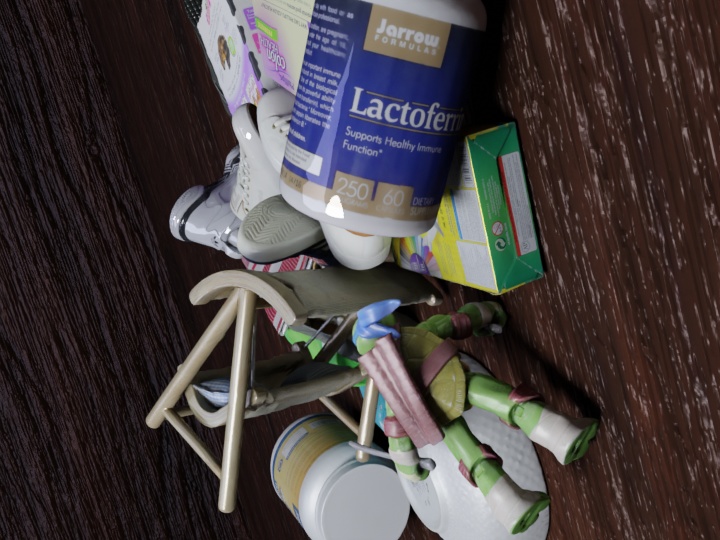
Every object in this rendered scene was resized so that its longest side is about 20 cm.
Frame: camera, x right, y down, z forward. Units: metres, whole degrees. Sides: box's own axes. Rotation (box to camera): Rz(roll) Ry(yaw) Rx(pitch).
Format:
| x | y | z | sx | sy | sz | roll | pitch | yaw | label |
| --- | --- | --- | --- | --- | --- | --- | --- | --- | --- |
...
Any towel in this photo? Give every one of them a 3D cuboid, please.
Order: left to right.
| x | y | z | sx | sy | sz | roll | pitch | yaw | label |
| --- | --- | --- | --- | --- | --- | --- | --- | --- | --- |
| -0.111 | -0.028 | 1.084 | 0.146 | 0.022 | 0.200 | -68 | 30 | 22 | towel |

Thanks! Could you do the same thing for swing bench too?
| x | y | z | sx | sy | sz | roll | pitch | yaw | label |
| --- | --- | --- | --- | --- | --- | --- | --- | --- | --- |
| -0.058 | 0.077 | 0.745 | 0.129 | 0.197 | 0.203 | 36 | 113 | 33 | swing bench |

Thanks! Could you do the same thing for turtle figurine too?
| x | y | z | sx | sy | sz | roll | pitch | yaw | label |
| --- | --- | --- | --- | --- | --- | --- | --- | --- | --- |
| 0.087 | 0.106 | 0.660 | 0.193 | 0.143 | 0.201 | 38 | 155 | 31 | turtle figurine |

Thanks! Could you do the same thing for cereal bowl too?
| x | y | z | sx | sy | sz | roll | pitch | yaw | label |
| --- | --- | --- | --- | --- | --- | --- | --- | --- | --- |
| 0.088 | 0.186 | 0.778 | 0.201 | 0.082 | 0.202 | 53 | 154 | 40 | cereal bowl |

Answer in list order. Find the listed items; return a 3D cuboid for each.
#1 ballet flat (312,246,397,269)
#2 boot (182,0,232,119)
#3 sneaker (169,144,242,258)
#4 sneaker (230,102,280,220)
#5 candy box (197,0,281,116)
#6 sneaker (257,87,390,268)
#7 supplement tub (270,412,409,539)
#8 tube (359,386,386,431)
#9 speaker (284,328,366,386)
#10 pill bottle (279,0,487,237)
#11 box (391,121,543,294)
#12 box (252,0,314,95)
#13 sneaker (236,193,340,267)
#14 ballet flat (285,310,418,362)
| x | y | z | sx | sy | sz | roll | pitch | yaw | label |
| --- | --- | --- | --- | --- | --- | --- | --- | --- | --- |
| 0.000 | 0.000 | 0.872 | 0.200 | 0.062 | 0.070 | -4 | 103 | 70 | ballet flat |
| -0.200 | -0.313 | 1.133 | 0.131 | 0.067 | 0.203 | 159 | 93 | -77 | boot |
| -0.137 | -0.088 | 1.038 | 0.114 | 0.200 | 0.076 | 26 | 141 | 22 | sneaker |
| -0.111 | -0.093 | 0.884 | 0.201 | 0.083 | 0.074 | 66 | -173 | -55 | sneaker |
| -0.118 | -0.242 | 0.956 | 0.203 | 0.071 | 0.168 | 69 | 161 | 5 | candy box |
| -0.029 | -0.103 | 0.696 | 0.201 | 0.072 | 0.085 | 56 | 160 | 28 | sneaker |
| -0.030 | 0.285 | 1.100 | 0.200 | 0.143 | 0.147 | 18 | 125 | 67 | supplement tub |
| 0.029 | 0.162 | 0.979 | 0.200 | 0.050 | 0.079 | -162 | 59 | -73 | tube |
| -0.035 | 0.078 | 1.011 | 0.200 | 0.087 | 0.090 | 24 | 131 | 64 | speaker |
| 0.018 | -0.134 | 0.543 | 0.116 | 0.114 | 0.203 | 40 | 122 | 55 | pill bottle |
| 0.065 | -0.054 | 0.666 | 0.199 | 0.048 | 0.119 | 16 | 122 | 65 | box |
| -0.020 | -0.242 | 0.650 | 0.176 | 0.095 | 0.203 | 43 | 146 | 53 | box |
| -0.045 | -0.032 | 0.783 | 0.074 | 0.199 | 0.086 | 24 | 124 | 23 | sneaker |
| -0.021 | 0.051 | 0.878 | 0.198 | 0.068 | 0.064 | 14 | 152 | 40 | ballet flat |
